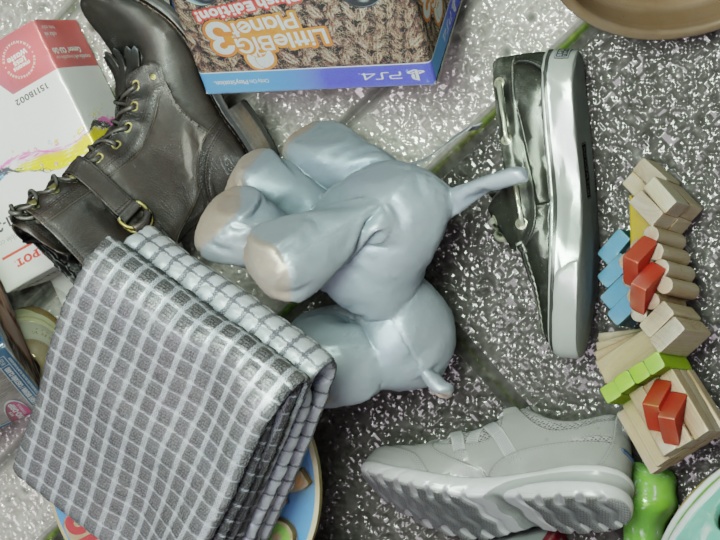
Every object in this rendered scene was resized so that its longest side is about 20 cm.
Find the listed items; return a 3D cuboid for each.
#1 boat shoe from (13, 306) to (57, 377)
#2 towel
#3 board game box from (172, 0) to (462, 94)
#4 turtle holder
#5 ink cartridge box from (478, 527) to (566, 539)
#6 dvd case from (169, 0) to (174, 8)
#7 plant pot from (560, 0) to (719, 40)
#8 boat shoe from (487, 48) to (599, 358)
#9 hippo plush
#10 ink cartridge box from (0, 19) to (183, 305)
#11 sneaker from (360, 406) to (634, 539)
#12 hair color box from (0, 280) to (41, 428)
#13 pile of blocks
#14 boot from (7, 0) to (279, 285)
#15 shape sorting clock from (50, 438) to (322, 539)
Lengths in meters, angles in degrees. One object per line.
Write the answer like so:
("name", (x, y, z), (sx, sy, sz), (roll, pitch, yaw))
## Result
("boat shoe", (-0.301, 0.103, 1.299), (0.200, 0.065, 0.072), (-34, 112, 17))
("towel", (-0.123, 0.097, 1.102), (0.166, 0.086, 0.200), (32, 117, 18))
("board game box", (-0.039, -0.217, 1.081), (0.159, 0.097, 0.200), (-1, 135, 19))
("turtle holder", (0.251, 0.183, 1.109), (0.141, 0.186, 0.132), (2, 101, -14))
("ink cartridge box", (0.109, 0.286, 1.155), (0.083, 0.145, 0.200), (-15, 93, 18))
("dvd case", (-0.045, -0.230, 1.195), (0.200, 0.018, 0.143), (-9, 95, 21))
("plant pot", (0.191, -0.242, 1.052), (0.201, 0.201, 0.093), (-34, 46, 20))
("boat shoe", (0.118, -0.042, 1.146), (0.064, 0.071, 0.200), (-3, 89, 18))
("hippo plush", (0.000, 0.000, 1.164), (0.200, 0.159, 0.161), (-20, 123, -10))
("ink cartridge box", (-0.218, -0.064, 1.252), (0.116, 0.067, 0.200), (-27, 89, 20))
("sneaker", (0.096, 0.131, 1.187), (0.200, 0.082, 0.075), (-1, 143, 29))
("hair color box", (-0.288, 0.006, 1.226), (0.061, 0.100, 0.200), (-26, 62, -3))
("pile of blocks", (0.175, 0.027, 1.112), (0.082, 0.062, 0.200), (-11, 78, 31))
("boot", (-0.166, -0.083, 1.177), (0.174, 0.069, 0.200), (-42, 90, -23))
("shape sorting clock", (-0.122, 0.141, 1.189), (0.200, 0.039, 0.200), (4, 102, 19))
